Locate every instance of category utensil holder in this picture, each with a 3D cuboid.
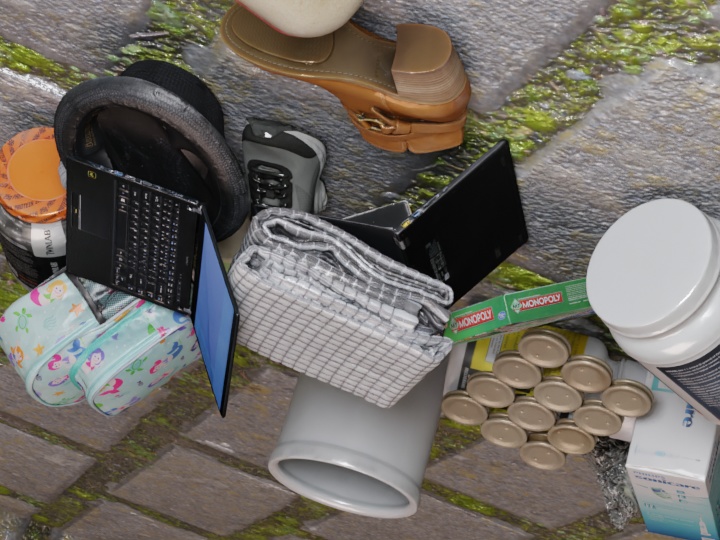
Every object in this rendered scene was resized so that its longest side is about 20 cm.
[{"bbox_3d":[0.009,0.146,1.947,0.169,0.201,0.170,16,158,7],"label":"utensil holder"}]

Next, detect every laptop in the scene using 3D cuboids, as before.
[{"bbox_3d":[0.034,-0.042,1.614,0.116,0.200,0.187,46,170,26],"label":"laptop"},{"bbox_3d":[-0.190,0.016,1.602,0.199,0.104,0.178,20,144,4],"label":"laptop"}]

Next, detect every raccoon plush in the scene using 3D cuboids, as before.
[{"bbox_3d":[0.247,0.206,1.994,0.199,0.135,0.097,9,157,20],"label":"raccoon plush"}]

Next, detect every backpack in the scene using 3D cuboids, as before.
[{"bbox_3d":[-0.255,0.057,1.785,0.199,0.151,0.178,-28,163,-6],"label":"backpack"}]

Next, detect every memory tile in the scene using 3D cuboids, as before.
[{"bbox_3d":[0.183,0.130,1.772,0.153,0.017,0.200,30,142,-14],"label":"memory tile"}]

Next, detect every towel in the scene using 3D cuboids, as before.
[{"bbox_3d":[-0.022,0.029,1.576,0.199,0.086,0.166,23,156,-6],"label":"towel"}]

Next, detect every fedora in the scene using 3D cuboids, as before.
[{"bbox_3d":[-0.174,-0.116,1.598,0.199,0.092,0.201,14,142,11],"label":"fedora"}]

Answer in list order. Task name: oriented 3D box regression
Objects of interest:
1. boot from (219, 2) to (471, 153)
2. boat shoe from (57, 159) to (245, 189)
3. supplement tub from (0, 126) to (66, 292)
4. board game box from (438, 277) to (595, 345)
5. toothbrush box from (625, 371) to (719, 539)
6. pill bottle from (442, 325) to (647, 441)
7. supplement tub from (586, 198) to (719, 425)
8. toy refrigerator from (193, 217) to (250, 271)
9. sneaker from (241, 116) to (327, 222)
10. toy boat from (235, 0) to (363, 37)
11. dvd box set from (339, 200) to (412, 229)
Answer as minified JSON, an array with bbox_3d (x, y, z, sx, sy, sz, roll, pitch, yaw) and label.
[{"bbox_3d":[-0.009,-0.151,1.449,0.199,0.074,0.155,15,162,14],"label":"boot"},{"bbox_3d":[-0.188,-0.100,1.701,0.199,0.062,0.072,8,155,-25],"label":"boat shoe"},{"bbox_3d":[-0.311,-0.058,1.814,0.122,0.123,0.200,16,158,4],"label":"supplement tub"},{"bbox_3d":[0.176,0.032,1.646,0.199,0.029,0.134,-11,174,-32],"label":"board game box"},{"bbox_3d":[0.340,0.179,1.853,0.085,0.147,0.200,9,157,19],"label":"toothbrush box"},{"bbox_3d":[0.192,0.113,1.854,0.199,0.112,0.111,13,157,9],"label":"pill bottle"},{"bbox_3d":[0.301,0.039,1.562,0.140,0.141,0.200,-5,149,42],"label":"supplement tub"},{"bbox_3d":[-0.112,0.008,1.889,0.076,0.070,0.200,7,156,23],"label":"toy refrigerator"},{"bbox_3d":[-0.072,-0.076,1.656,0.074,0.080,0.200,14,156,13],"label":"sneaker"},{"bbox_3d":[-0.076,-0.256,1.223,0.200,0.131,0.131,33,-178,-34],"label":"toy boat"},{"bbox_3d":[0.000,0.000,1.738,0.146,0.030,0.200,-16,157,8],"label":"dvd box set"}]
